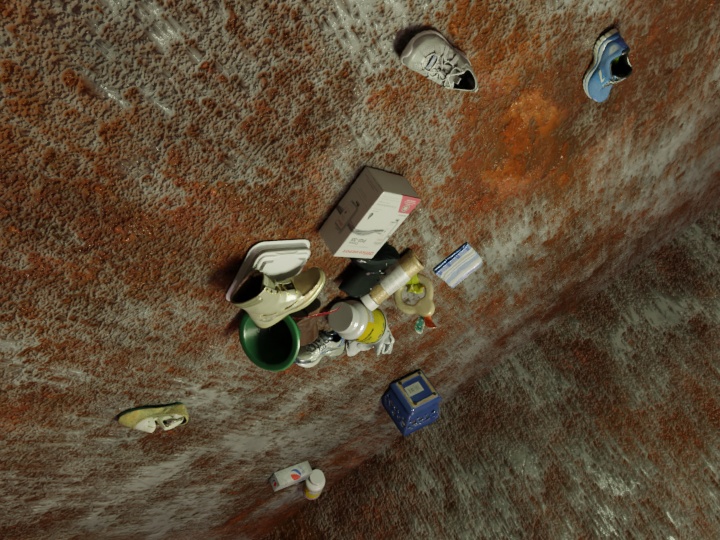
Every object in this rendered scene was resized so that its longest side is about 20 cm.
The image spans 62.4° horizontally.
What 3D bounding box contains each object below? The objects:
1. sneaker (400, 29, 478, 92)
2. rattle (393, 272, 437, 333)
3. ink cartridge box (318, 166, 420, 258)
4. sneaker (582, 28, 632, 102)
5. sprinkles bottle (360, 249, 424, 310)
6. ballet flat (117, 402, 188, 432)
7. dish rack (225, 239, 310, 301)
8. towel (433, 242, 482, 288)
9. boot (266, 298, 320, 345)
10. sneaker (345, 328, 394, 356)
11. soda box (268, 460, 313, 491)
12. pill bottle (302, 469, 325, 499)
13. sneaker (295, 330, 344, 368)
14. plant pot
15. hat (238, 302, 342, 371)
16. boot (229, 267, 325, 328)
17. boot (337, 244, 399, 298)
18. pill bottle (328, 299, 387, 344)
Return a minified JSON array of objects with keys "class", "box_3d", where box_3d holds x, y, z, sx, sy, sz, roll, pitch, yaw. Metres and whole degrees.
[{"class":"sneaker","box_3d":[0.155,-0.378,1.092,0.197,0.083,0.075,-4,142,-44]},{"class":"rattle","box_3d":[0.180,0.113,1.789,0.128,0.202,0.144,-27,153,-10]},{"class":"ink cartridge box","box_3d":[0.020,-0.125,1.355,0.145,0.083,0.201,1,137,-49]},{"class":"sneaker","box_3d":[0.593,-0.470,1.421,0.078,0.090,0.201,-30,153,-3]},{"class":"sprinkles bottle","box_3d":[0.087,0.028,1.695,0.199,0.069,0.068,-40,153,11]},{"class":"ballet flat","box_3d":[-0.550,0.402,1.602,0.198,0.071,0.071,4,135,-50]},{"class":"dish rack","box_3d":[-0.207,0.014,1.376,0.169,0.044,0.201,-6,141,-43]},{"class":"towel","box_3d":[0.322,-0.013,1.940,0.146,0.024,0.199,-40,152,10]},{"class":"boot","box_3d":[-0.191,0.166,1.631,0.183,0.065,0.201,-20,155,-20]},{"class":"sneaker","box_3d":[0.031,0.240,1.926,0.074,0.116,0.201,3,136,-48]},{"class":"soda box","box_3d":[-0.320,0.948,2.749,0.197,0.064,0.069,-4,141,-45]},{"class":"pill bottle","box_3d":[-0.235,1.077,3.008,0.103,0.105,0.202,-18,149,-27]},{"class":"sneaker","box_3d":[-0.124,0.222,1.791,0.198,0.077,0.086,-19,141,-42]},{"class":"plant pot","box_3d":[0.228,0.564,2.594,0.197,0.201,0.182,-19,143,-25]},{"class":"hat","box_3d":[-0.182,0.151,1.516,0.176,0.196,0.169,-25,130,-65]},{"class":"boot","box_3d":[-0.180,0.039,1.324,0.198,0.073,0.155,-34,151,0]},{"class":"boot","box_3d":[-0.001,-0.001,1.554,0.196,0.074,0.163,3,139,-50]},{"class":"pill bottle","box_3d":[-0.009,0.150,1.737,0.112,0.113,0.199,-41,152,15]}]
